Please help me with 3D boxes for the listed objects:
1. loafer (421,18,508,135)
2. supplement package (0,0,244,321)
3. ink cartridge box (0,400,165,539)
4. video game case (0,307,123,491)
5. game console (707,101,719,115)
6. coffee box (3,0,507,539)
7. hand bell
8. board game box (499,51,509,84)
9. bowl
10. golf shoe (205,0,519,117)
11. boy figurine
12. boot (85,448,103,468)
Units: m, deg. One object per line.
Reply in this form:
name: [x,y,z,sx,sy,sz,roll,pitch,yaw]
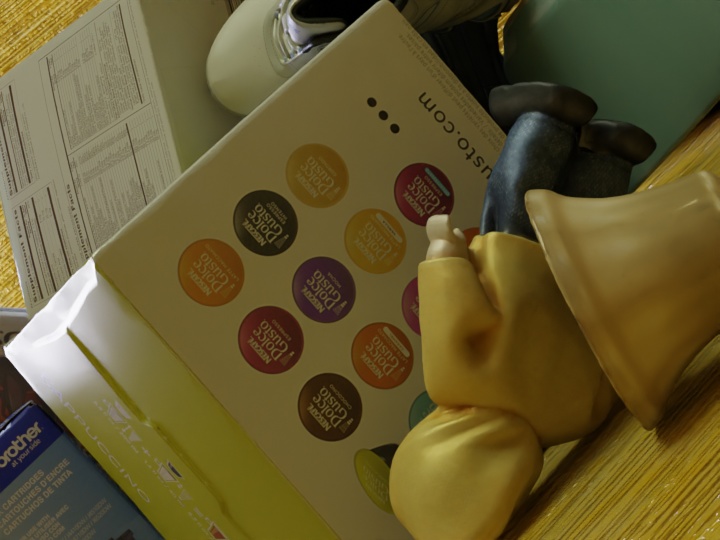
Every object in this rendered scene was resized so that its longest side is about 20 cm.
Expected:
loafer: [0.046,-0.090,1.098,0.070,0.201,0.068,-11,-6,-16]
supplement package: [-0.107,-0.073,1.227,0.151,0.151,0.200,-8,-11,-39]
ink cartridge box: [-0.175,0.150,1.208,0.076,0.200,0.136,-45,5,-11]
video game case: [-0.200,0.123,1.294,0.023,0.181,0.201,-131,45,-74]
game console: [0.247,-0.188,1.359,0.172,0.119,0.200,-45,5,-33]
coffee box: [-0.022,0.032,0.992,0.198,0.200,0.200,-43,4,-25]
hand bell: [0.174,-0.030,0.777,0.199,0.104,0.104,-28,6,11]
board game box: [0.078,-0.078,1.205,0.045,0.200,0.134,-39,4,-4]
bowl: [0.148,-0.132,1.044,0.201,0.105,0.201,-48,-2,-2]
golf shoe: [-0.021,-0.132,1.041,0.200,0.079,0.097,-25,-7,37]
boy figurine: [0.069,0.027,0.866,0.064,0.124,0.201,2,72,53]
boot: [-0.058,0.125,1.221,0.153,0.204,0.074,7,67,31]
